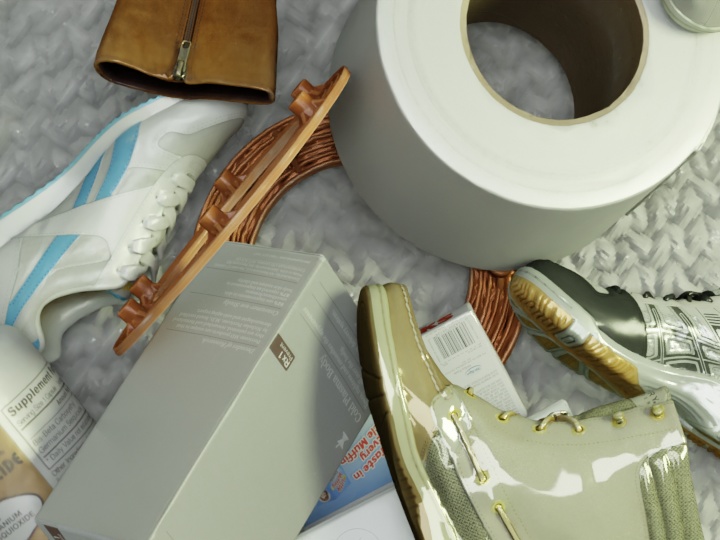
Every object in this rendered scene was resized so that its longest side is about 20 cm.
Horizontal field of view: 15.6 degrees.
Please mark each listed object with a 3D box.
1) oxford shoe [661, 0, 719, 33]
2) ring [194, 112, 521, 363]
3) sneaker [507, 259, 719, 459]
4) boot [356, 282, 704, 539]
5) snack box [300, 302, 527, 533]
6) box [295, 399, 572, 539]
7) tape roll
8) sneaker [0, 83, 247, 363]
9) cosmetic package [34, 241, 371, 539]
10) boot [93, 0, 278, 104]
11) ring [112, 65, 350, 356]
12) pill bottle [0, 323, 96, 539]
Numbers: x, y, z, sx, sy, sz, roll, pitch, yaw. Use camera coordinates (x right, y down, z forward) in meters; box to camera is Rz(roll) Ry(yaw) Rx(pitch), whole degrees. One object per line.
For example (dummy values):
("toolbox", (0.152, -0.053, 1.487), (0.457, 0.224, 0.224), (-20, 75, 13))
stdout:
("oxford shoe", (0.198, -0.228, 1.433), (0.075, 0.058, 0.201), (9, 70, -12))
("ring", (0.000, 0.000, 1.537), (0.200, 0.019, 0.201), (0, 82, 0))
("sneaker", (0.180, 0.038, 1.516), (0.200, 0.076, 0.088), (32, 82, -10))
("boot", (0.090, 0.084, 1.411), (0.154, 0.072, 0.201), (-19, 87, -5))
("snack box", (-0.009, 0.097, 1.505), (0.199, 0.024, 0.072), (-28, 103, 5))
("box", (0.050, 0.175, 1.480), (0.199, 0.097, 0.125), (-26, 84, -6))
("tape roll", (0.091, -0.113, 1.478), (0.202, 0.139, 0.204), (3, 75, -11))
("sneaker", (-0.137, -0.030, 1.515), (0.200, 0.077, 0.081), (-41, 74, 4))
("cosmetic package", (-0.076, 0.093, 1.415), (0.090, 0.107, 0.200), (7, 56, 35))
("boot", (-0.045, -0.186, 1.503), (0.187, 0.069, 0.201), (7, 58, 1))
("ring", (-0.074, -0.036, 1.429), (0.019, 0.200, 0.201), (40, 84, -6))
("pill bottle", (-0.212, 0.094, 1.463), (0.114, 0.114, 0.200), (-39, 98, -5))
